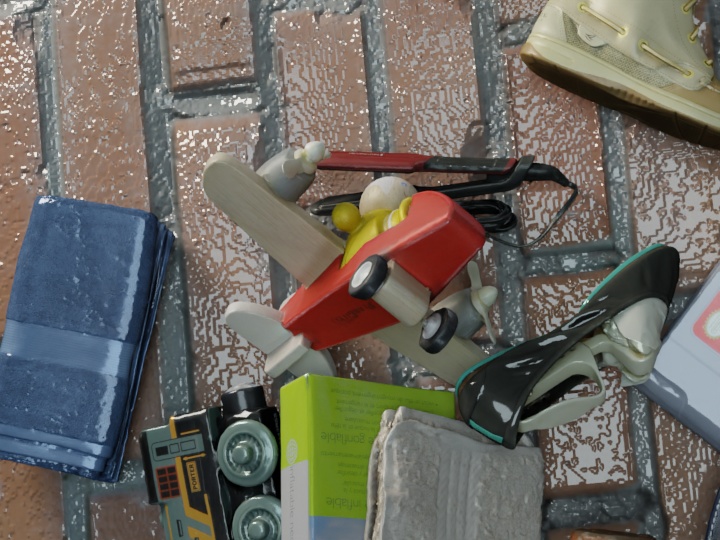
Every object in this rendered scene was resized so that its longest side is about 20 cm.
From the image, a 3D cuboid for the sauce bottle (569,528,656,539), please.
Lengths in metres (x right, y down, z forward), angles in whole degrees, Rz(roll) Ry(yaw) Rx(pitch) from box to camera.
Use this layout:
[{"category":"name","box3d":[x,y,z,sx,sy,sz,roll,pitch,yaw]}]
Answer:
[{"category":"sauce bottle","box3d":[0.161,0.275,0.899,0.065,0.066,0.202,5,83,8]}]

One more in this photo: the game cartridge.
[{"category":"game cartridge","box3d":[0.300,0.039,0.948,0.133,0.041,0.201,37,90,5]}]

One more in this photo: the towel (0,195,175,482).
[{"category":"towel","box3d":[-0.212,0.049,1.008,0.110,0.049,0.202,12,87,8]}]

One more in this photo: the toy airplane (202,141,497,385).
[{"category":"toy airplane","box3d":[0.000,0.000,0.937,0.197,0.201,0.142,11,56,18]}]

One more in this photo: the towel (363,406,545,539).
[{"category":"towel","box3d":[0.063,0.196,0.896,0.131,0.034,0.202,14,66,-25]}]

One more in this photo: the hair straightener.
[{"category":"hair straightener","box3d":[0.060,-0.048,0.994,0.198,0.041,0.078,0,106,2]}]

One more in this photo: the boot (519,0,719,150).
[{"category":"boot","box3d":[0.232,-0.179,0.961,0.198,0.073,0.157,24,87,12]}]

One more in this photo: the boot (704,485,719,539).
[{"category":"boot","box3d":[0.242,0.222,0.893,0.090,0.072,0.202,-2,91,-35]}]

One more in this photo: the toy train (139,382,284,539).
[{"category":"toy train","box3d":[-0.089,0.185,0.967,0.113,0.085,0.202,-13,85,18]}]

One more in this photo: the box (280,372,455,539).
[{"category":"box","box3d":[0.008,0.177,0.918,0.121,0.048,0.202,9,69,-28]}]

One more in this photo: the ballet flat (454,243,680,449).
[{"category":"ballet flat","box3d":[0.158,0.059,0.929,0.199,0.068,0.068,-34,53,-13]}]
